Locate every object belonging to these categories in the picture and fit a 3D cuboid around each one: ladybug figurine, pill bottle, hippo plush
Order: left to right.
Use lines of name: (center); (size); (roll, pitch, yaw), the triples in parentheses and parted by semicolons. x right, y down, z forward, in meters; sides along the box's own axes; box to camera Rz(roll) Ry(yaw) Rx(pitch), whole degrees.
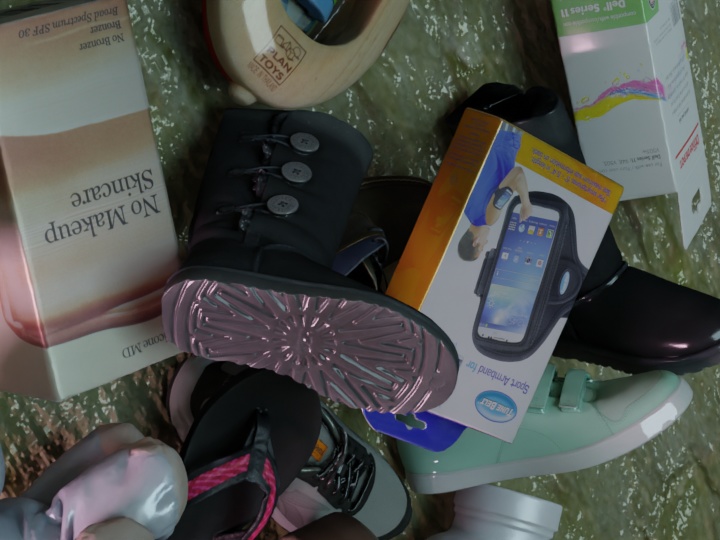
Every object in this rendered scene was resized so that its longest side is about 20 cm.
hippo plush: (-0.204, 0.136, 0.944); (0.160, 0.160, 0.200); (33, 115, -19)
ladybug figurine: (-0.035, -0.185, 1.075); (0.136, 0.072, 0.201); (45, 66, -33)
pill bottle: (0.076, 0.246, 1.188); (0.104, 0.104, 0.201); (21, 80, -39)

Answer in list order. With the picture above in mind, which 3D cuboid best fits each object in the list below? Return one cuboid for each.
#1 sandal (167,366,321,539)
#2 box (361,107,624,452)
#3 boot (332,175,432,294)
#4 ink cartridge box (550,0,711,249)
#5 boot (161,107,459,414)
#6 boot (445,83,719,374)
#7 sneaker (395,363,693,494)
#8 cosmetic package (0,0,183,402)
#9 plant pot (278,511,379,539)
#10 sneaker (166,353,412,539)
sandal: (-0.086, 0.140, 1.023); (0.075, 0.045, 0.200); (33, 101, -28)
box: (0.074, 0.016, 1.081); (0.119, 0.041, 0.201); (23, 89, -39)
boot: (0.000, 0.000, 1.099); (0.199, 0.097, 0.075); (-25, 124, -35)
ink cartridge box: (0.193, -0.122, 1.250); (0.117, 0.067, 0.201); (-44, 124, -62)
boot: (-0.017, -0.014, 1.004); (0.164, 0.200, 0.066); (19, 120, -4)
boot: (0.158, -0.031, 1.185); (0.066, 0.164, 0.201); (-42, 120, -38)
sneaker: (0.109, 0.069, 1.158); (0.074, 0.199, 0.119); (-59, 132, -71)
cosmetic package: (-0.168, -0.041, 0.965); (0.103, 0.087, 0.201); (-24, 109, -38)
plant pot: (-0.054, 0.267, 1.045); (0.173, 0.200, 0.201); (-20, 107, -20)
sneaker: (-0.032, 0.120, 1.103); (0.200, 0.079, 0.074); (39, 68, -37)
